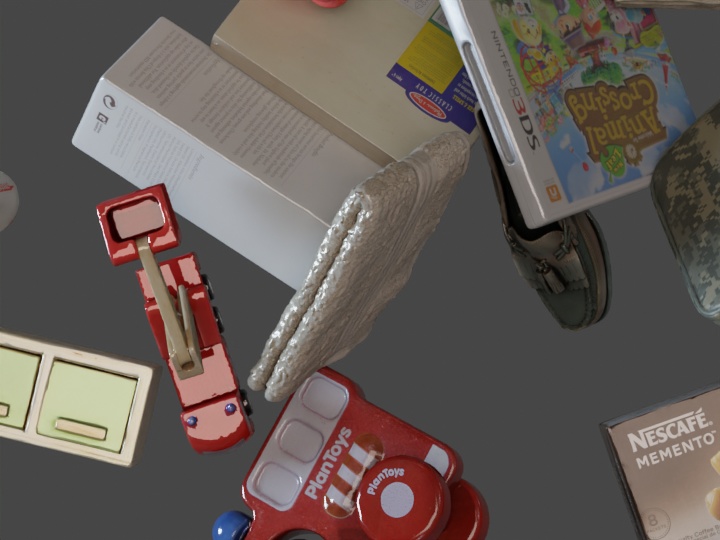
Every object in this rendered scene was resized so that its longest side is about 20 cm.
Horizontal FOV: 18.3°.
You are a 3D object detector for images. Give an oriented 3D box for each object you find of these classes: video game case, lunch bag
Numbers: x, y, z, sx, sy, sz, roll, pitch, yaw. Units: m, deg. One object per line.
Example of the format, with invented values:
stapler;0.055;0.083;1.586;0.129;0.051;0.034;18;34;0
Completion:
video game case;0.154;-0.137;1.577;0.200;0.022;0.182;-19;88;-44
lunch bag;0.311;-0.016;1.530;0.168;0.200;0.139;31;116;-28

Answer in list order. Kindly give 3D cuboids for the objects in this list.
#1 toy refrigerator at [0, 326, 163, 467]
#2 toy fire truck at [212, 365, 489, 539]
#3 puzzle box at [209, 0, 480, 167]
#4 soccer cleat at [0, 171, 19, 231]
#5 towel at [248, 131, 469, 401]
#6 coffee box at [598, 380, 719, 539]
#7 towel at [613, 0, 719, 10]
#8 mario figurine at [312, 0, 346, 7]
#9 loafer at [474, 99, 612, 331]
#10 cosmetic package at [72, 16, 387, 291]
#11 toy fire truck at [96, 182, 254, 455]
toy refrigerator;-0.251;0.083;1.622;0.200;0.070;0.076;14;89;1
toy fire truck;-0.017;0.188;1.608;0.168;0.112;0.200;29;89;26
puzzle box;0.008;-0.156;1.619;0.200;0.025;0.133;35;66;2
soccer cleat;-0.340;-0.016;1.617;0.200;0.085;0.069;-28;89;0
towel;0.000;0.000;1.546;0.034;0.133;0.200;38;127;13
coffee box;0.284;0.129;1.604;0.200;0.080;0.114;-19;88;0
towel;0.229;-0.287;1.619;0.132;0.034;0.200;0;86;-22
mario figurine;0.007;-0.270;1.582;0.200;0.123;0.106;-35;83;-19
loafer;0.122;-0.043;1.595;0.072;0.063;0.200;-6;109;38
cosmetic package;-0.092;-0.084;1.598;0.200;0.101;0.071;33;130;2
toy fire truck;-0.127;0.039;1.579;0.049;0.141;0.200;-18;93;1
